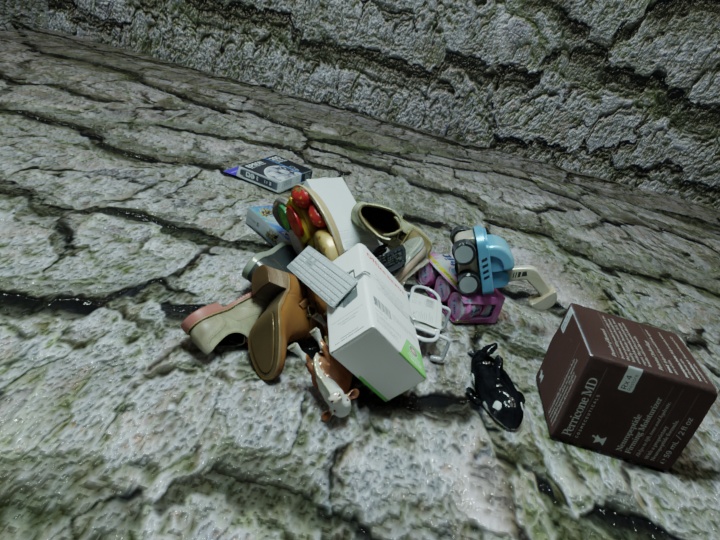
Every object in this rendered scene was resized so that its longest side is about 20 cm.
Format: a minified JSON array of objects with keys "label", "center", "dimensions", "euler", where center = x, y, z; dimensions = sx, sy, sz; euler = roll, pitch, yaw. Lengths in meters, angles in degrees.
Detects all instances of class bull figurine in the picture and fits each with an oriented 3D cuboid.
[{"label":"bull figurine","center":[-0.044,0.137,0.827],"dimensions":[0.123,0.064,0.200],"euler":[57,17,-9]}]

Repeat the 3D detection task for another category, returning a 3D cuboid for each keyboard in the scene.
[{"label":"keyboard","center":[-0.067,0.005,0.886],"dimensions":[0.011,0.056,0.199],"euler":[44,-5,-33]},{"label":"keyboard","center":[0.000,0.000,1.052],"dimensions":[0.197,0.021,0.128],"euler":[-26,23,15]}]

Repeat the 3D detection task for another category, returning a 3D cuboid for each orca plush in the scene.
[{"label":"orca plush","center":[0.239,0.174,0.921],"dimensions":[0.103,0.072,0.201],"euler":[16,26,3]}]

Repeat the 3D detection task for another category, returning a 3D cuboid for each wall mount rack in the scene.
[{"label":"wall mount rack","center":[0.083,0.093,1.006],"dimensions":[0.171,0.076,0.201],"euler":[19,25,2]}]

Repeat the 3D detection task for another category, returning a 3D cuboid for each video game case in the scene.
[{"label":"video game case","center":[-0.145,-0.105,1.297],"dimensions":[0.198,0.046,0.180],"euler":[-12,36,-42]}]

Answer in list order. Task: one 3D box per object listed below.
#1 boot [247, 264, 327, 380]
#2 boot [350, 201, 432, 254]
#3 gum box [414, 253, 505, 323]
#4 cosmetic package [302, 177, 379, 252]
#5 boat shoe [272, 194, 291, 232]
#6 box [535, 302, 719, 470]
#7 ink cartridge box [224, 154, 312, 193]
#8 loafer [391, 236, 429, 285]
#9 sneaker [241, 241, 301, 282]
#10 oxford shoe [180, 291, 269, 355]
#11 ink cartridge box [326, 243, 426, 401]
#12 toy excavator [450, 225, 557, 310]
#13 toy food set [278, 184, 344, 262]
[{"label":"boot","center":[-0.110,0.098,0.899],"dimensions":[0.154,0.076,0.203],"euler":[30,35,-44]},{"label":"boot","center":[0.074,-0.081,1.126],"dimensions":[0.198,0.073,0.155],"euler":[30,1,-7]},{"label":"gum box","center":[0.215,0.039,1.178],"dimensions":[0.111,0.067,0.201],"euler":[2,29,-26]},{"label":"cosmetic package","center":[-0.056,-0.110,1.223],"dimensions":[0.111,0.081,0.202],"euler":[-9,61,-41]},{"label":"boat shoe","center":[-0.101,-0.082,1.145],"dimensions":[0.201,0.075,0.072],"euler":[53,43,-2]},{"label":"box","center":[0.421,0.186,0.885],"dimensions":[0.196,0.169,0.165],"euler":[15,27,2]},{"label":"ink cartridge box","center":[-0.273,-0.300,1.615],"dimensions":[0.197,0.044,0.198],"euler":[22,27,16]},{"label":"loafer","center":[0.069,0.016,1.036],"dimensions":[0.200,0.063,0.071],"euler":[-45,24,-29]},{"label":"sneaker","center":[-0.149,0.011,1.062],"dimensions":[0.106,0.075,0.200],"euler":[40,21,4]},{"label":"oxford shoe","center":[-0.199,0.089,0.890],"dimensions":[0.075,0.071,0.199],"euler":[53,36,13]},{"label":"ink cartridge box","center":[0.019,0.078,0.856],"dimensions":[0.146,0.083,0.202],"euler":[46,21,-32]},{"label":"toy excavator","center":[0.290,-0.002,1.092],"dimensions":[0.196,0.198,0.100],"euler":[-9,22,11]},{"label":"toy food set","center":[-0.090,-0.063,1.017],"dimensions":[0.048,0.203,0.198],"euler":[-25,-1,-20]}]
